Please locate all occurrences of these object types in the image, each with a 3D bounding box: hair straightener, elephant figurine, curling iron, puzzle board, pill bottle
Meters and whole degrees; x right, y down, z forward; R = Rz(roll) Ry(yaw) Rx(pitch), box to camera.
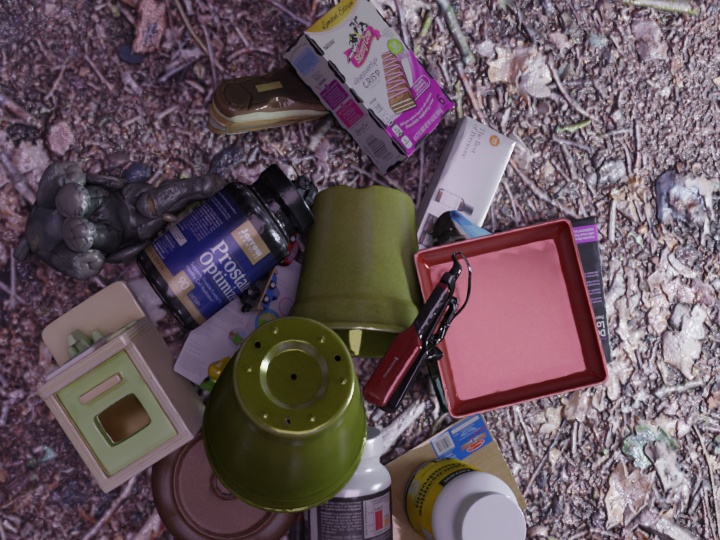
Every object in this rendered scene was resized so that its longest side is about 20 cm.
[{"bbox_3d":[0.072,0.071,1.151,0.040,0.077,0.202,22,79,29],"label":"hair straightener"},{"bbox_3d":[-0.287,-0.063,1.212,0.198,0.154,0.144,-17,129,-49],"label":"elephant figurine"},{"bbox_3d":[-0.089,0.321,1.294,0.048,0.026,0.205,-4,90,-7],"label":"curling iron"},{"bbox_3d":[0.109,0.299,1.347,0.198,0.017,0.153,-29,94,-13],"label":"puzzle board"},{"bbox_3d":[-0.156,-0.032,1.191,0.199,0.112,0.113,-38,97,-6],"label":"pill bottle"},{"bbox_3d":[0.130,0.299,1.241,0.110,0.200,0.115,1,87,-13],"label":"pill bottle"},{"bbox_3d":[-0.016,0.303,1.257,0.114,0.116,0.205,-2,95,-13],"label":"pill bottle"}]

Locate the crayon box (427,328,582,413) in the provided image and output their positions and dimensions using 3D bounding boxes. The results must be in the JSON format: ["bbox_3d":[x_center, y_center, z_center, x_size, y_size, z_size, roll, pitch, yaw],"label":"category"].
[{"bbox_3d":[0.187,0.122,1.290,0.196,0.126,0.053,-19,91,2],"label":"crayon box"}]

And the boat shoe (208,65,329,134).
[{"bbox_3d":[-0.106,-0.210,1.284,0.197,0.076,0.073,-10,63,-33],"label":"boat shoe"}]

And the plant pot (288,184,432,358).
[{"bbox_3d":[0.000,0.000,1.253,0.196,0.200,0.188,5,76,-13],"label":"plant pot"}]

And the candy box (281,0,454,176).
[{"bbox_3d":[0.014,-0.242,1.288,0.200,0.061,0.137,48,50,-8],"label":"candy box"}]

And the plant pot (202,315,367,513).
[{"bbox_3d":[-0.077,0.146,1.114,0.196,0.194,0.204,3,66,-7],"label":"plant pot"}]

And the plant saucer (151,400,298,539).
[{"bbox_3d":[-0.164,0.260,1.257,0.196,0.037,0.205,0,86,-5],"label":"plant saucer"}]

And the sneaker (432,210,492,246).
[{"bbox_3d":[0.174,-0.019,1.310,0.199,0.078,0.091,37,60,-25],"label":"sneaker"}]

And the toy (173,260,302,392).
[{"bbox_3d":[-0.151,0.063,1.268,0.114,0.047,0.203,33,64,-23],"label":"toy"}]

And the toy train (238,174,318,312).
[{"bbox_3d":[-0.100,-0.030,1.272,0.046,0.034,0.203,39,61,-31],"label":"toy train"}]

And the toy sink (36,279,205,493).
[{"bbox_3d":[-0.290,0.132,1.188,0.129,0.112,0.202,-30,95,6],"label":"toy sink"}]

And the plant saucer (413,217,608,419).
[{"bbox_3d":[0.177,0.057,1.207,0.196,0.037,0.204,-12,82,-5],"label":"plant saucer"}]

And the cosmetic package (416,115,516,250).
[{"bbox_3d":[0.130,-0.095,1.344,0.081,0.051,0.203,24,84,-13],"label":"cosmetic package"}]

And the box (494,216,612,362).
[{"bbox_3d":[0.265,0.036,1.381,0.140,0.036,0.204,-8,93,-13],"label":"box"}]
